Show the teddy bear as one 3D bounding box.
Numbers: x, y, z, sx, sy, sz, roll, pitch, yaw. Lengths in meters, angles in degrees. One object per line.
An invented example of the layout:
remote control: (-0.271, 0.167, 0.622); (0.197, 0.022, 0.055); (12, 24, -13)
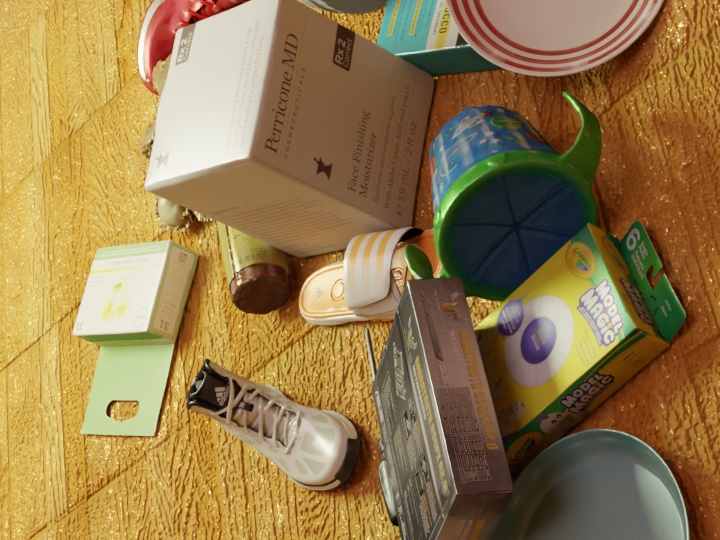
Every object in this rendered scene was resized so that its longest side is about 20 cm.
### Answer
teddy bear: (-0.178, -0.138, 1.878); (0.145, 0.066, 0.201); (-41, 51, 36)

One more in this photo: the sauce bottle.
sauce bottle: (-0.112, -0.051, 1.744); (0.066, 0.066, 0.201); (-38, 46, 31)

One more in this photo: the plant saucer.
plant saucer: (0.171, 0.219, 1.298); (0.199, 0.027, 0.202); (-25, 54, 40)

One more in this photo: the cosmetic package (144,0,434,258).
cosmetic package: (-0.065, -0.129, 1.617); (0.164, 0.199, 0.166); (-11, 64, 47)

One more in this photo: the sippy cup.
sippy cup: (0.115, -0.066, 1.439); (0.176, 0.140, 0.131); (-15, 37, -2)

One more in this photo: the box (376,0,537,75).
box: (0.100, -0.229, 1.594); (0.199, 0.049, 0.083); (0, 72, 50)

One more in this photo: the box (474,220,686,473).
box: (0.162, 0.055, 1.378); (0.200, 0.048, 0.118); (-43, 43, 25)

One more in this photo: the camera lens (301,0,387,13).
camera lens: (-0.043, -0.349, 1.724); (0.200, 0.159, 0.161); (37, 100, 51)

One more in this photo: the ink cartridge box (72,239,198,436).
ink cartridge box: (-0.252, 0.073, 1.863); (0.145, 0.048, 0.202); (-5, 66, 48)

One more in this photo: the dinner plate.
dinner plate: (0.169, -0.257, 1.490); (0.198, 0.024, 0.202); (-5, 72, 15)

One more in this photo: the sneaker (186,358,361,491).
sneaker: (-0.093, 0.140, 1.581); (0.200, 0.115, 0.076); (20, 87, 52)

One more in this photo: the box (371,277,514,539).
box: (0.061, 0.132, 1.394); (0.159, 0.048, 0.201); (108, 156, -50)

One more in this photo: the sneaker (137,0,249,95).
sneaker: (-0.174, -0.287, 1.930); (0.115, 0.078, 0.202); (13, 83, 53)

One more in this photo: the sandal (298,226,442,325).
sandal: (-0.001, 0.008, 1.585); (0.206, 0.059, 0.080); (-17, 59, 45)

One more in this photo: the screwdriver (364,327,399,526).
screwdriver: (0.019, 0.135, 1.524); (0.029, 0.028, 0.201); (109, 156, -45)
